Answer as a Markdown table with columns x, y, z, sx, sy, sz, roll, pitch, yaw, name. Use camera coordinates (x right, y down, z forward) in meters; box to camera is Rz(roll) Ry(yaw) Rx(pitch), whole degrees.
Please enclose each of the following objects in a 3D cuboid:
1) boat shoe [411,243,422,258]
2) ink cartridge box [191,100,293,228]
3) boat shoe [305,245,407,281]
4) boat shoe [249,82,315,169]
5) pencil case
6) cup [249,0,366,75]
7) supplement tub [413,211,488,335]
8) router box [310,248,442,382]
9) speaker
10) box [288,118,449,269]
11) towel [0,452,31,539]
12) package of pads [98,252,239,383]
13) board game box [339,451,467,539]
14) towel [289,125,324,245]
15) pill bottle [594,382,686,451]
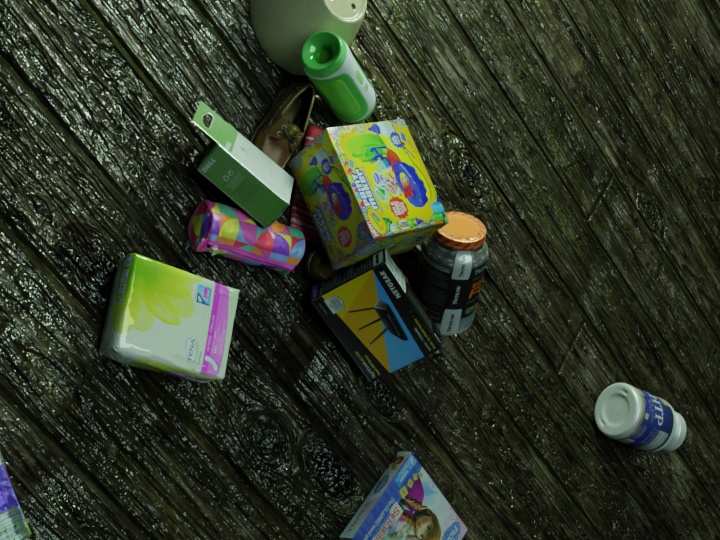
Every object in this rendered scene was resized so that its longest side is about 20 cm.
| x | y | z | sx | sy | sz | roll | pitch | yaw | name |
| --- | --- | --- | --- | --- | --- | --- | --- | --- | --- |
| 0.112 | -0.061 | 1.954 | 0.200 | 0.057 | 0.067 | 44 | 58 | -26 | boat shoe |
| -0.200 | -0.168 | 1.667 | 0.199 | 0.059 | 0.104 | 40 | 22 | -17 | ink cartridge box |
| 0.000 | 0.000 | 1.823 | 0.198 | 0.068 | 0.073 | 8 | 101 | -38 | boat shoe |
| -0.132 | -0.234 | 1.769 | 0.072 | 0.068 | 0.203 | 31 | 64 | -32 | boat shoe |
| -0.183 | -0.048 | 1.687 | 0.198 | 0.088 | 0.090 | 13 | 74 | -37 | pencil case |
| -0.070 | -0.454 | 1.811 | 0.198 | 0.142 | 0.204 | 8 | 77 | -39 | cup |
| 0.161 | 0.005 | 1.884 | 0.122 | 0.122 | 0.202 | -27 | 139 | -39 | supplement tub |
| 0.029 | 0.080 | 1.787 | 0.201 | 0.148 | 0.051 | 54 | 18 | -27 | router box |
| -0.035 | -0.328 | 1.803 | 0.200 | 0.087 | 0.090 | 46 | 49 | -65 | speaker |
| 0.014 | -0.131 | 1.776 | 0.191 | 0.122 | 0.202 | -15 | 76 | -43 | box |
| -0.525 | 0.293 | 1.378 | 0.143 | 0.023 | 0.203 | -22 | 97 | -41 | towel |
| -0.287 | 0.079 | 1.587 | 0.198 | 0.068 | 0.157 | 22 | 68 | -35 | package of pads |
| 0.080 | 0.462 | 1.849 | 0.201 | 0.041 | 0.200 | 54 | 54 | -20 | board game box |
| -0.052 | -0.141 | 1.853 | 0.143 | 0.022 | 0.203 | 22 | 69 | -35 | towel |
| 0.610 | 0.324 | 2.270 | 0.198 | 0.119 | 0.122 | 22 | 69 | -36 | pill bottle |
